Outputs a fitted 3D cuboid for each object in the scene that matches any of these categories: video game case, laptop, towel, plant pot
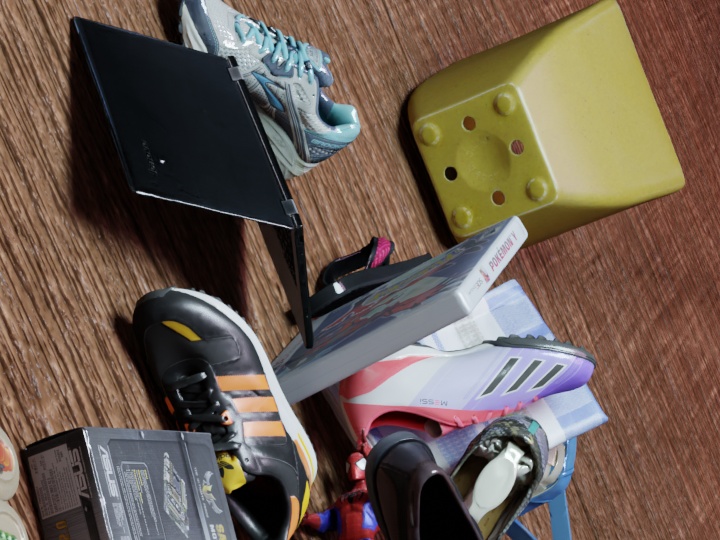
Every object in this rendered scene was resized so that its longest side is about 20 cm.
[{"bbox_3d":[0.016,0.035,1.731,0.023,0.199,0.182,59,24,-8],"label":"video game case"},{"bbox_3d":[-0.117,-0.062,1.694,0.201,0.115,0.188,86,-13,-47],"label":"laptop"},{"bbox_3d":[0.075,0.093,1.837,0.147,0.199,0.024,58,-26,25],"label":"towel"},{"bbox_3d":[0.154,-0.118,2.201,0.200,0.195,0.195,-26,95,-61],"label":"plant pot"}]

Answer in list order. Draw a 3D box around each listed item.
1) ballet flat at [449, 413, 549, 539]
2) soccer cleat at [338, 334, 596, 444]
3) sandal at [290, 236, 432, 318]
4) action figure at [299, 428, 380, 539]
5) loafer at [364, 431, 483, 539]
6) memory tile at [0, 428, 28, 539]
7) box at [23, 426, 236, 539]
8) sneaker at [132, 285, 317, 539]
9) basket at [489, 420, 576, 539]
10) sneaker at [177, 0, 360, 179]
[{"bbox_3d":[0.070,0.192,1.754,0.072,0.201,0.072,34,1,0],"label":"ballet flat"},{"bbox_3d":[0.082,0.092,1.789,0.068,0.199,0.074,112,-26,-64],"label":"soccer cleat"},{"bbox_3d":[0.000,0.000,1.898,0.045,0.075,0.200,60,24,8],"label":"sandal"},{"bbox_3d":[-0.012,0.199,1.700,0.201,0.065,0.099,-87,157,-44],"label":"action figure"},{"bbox_3d":[0.060,0.208,1.676,0.063,0.072,0.201,26,-37,58],"label":"loafer"},{"bbox_3d":[-0.242,0.132,1.301,0.200,0.017,0.154,34,41,-55],"label":"memory tile"},{"bbox_3d":[-0.126,0.198,1.467,0.158,0.048,0.201,11,61,-65],"label":"box"},{"bbox_3d":[-0.091,0.102,1.599,0.201,0.070,0.090,59,22,-29],"label":"sneaker"},{"bbox_3d":[0.117,0.140,1.947,0.200,0.138,0.177,44,33,-49],"label":"basket"},{"bbox_3d":[-0.070,-0.162,1.851,0.200,0.086,0.078,51,28,-38],"label":"sneaker"}]
